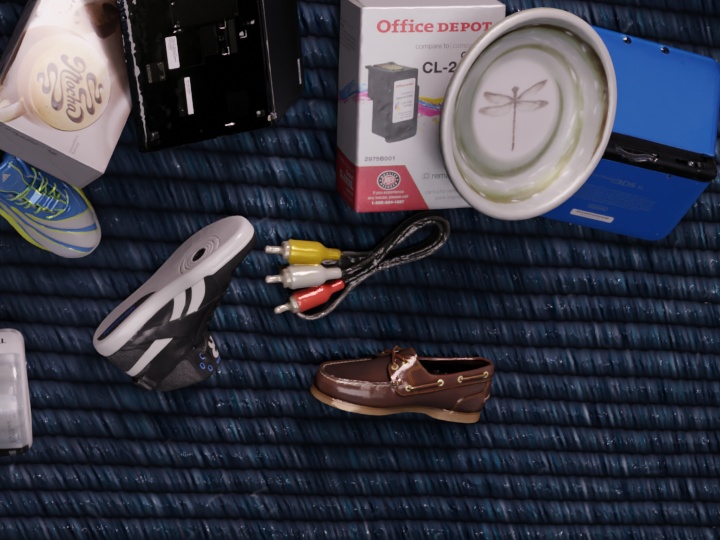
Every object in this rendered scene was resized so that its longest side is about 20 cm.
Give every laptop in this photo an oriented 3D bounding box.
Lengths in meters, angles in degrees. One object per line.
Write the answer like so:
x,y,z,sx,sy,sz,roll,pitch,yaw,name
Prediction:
-0.129,-0.219,1.271,0.199,0.103,0.178,-15,114,-22,laptop

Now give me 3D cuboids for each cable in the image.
0.000,0.000,1.440,0.199,0.050,0.098,-11,114,-9,cable

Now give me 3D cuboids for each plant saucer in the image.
0.149,-0.149,1.334,0.199,0.050,0.202,-11,114,-27,plant saucer

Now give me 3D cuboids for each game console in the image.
0.260,-0.140,1.470,0.199,0.119,0.171,12,139,-17,game console

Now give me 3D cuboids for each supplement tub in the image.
-0.416,0.123,1.344,0.198,0.123,0.123,-5,112,-13,supplement tub

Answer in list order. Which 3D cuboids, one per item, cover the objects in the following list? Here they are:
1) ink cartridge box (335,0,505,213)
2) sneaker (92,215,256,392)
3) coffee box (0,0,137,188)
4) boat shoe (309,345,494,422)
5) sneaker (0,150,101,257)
0.055,-0.166,1.371,0.145,0.083,0.201,-4,112,-13,ink cartridge box
-0.158,0.041,1.411,0.200,0.073,0.112,-38,118,12,sneaker
-0.246,-0.190,1.240,0.113,0.080,0.201,27,72,-21,coffee box
0.046,0.111,1.486,0.199,0.070,0.071,6,117,-25,boat shoe
-0.316,-0.073,1.301,0.076,0.105,0.200,-41,114,5,sneaker
